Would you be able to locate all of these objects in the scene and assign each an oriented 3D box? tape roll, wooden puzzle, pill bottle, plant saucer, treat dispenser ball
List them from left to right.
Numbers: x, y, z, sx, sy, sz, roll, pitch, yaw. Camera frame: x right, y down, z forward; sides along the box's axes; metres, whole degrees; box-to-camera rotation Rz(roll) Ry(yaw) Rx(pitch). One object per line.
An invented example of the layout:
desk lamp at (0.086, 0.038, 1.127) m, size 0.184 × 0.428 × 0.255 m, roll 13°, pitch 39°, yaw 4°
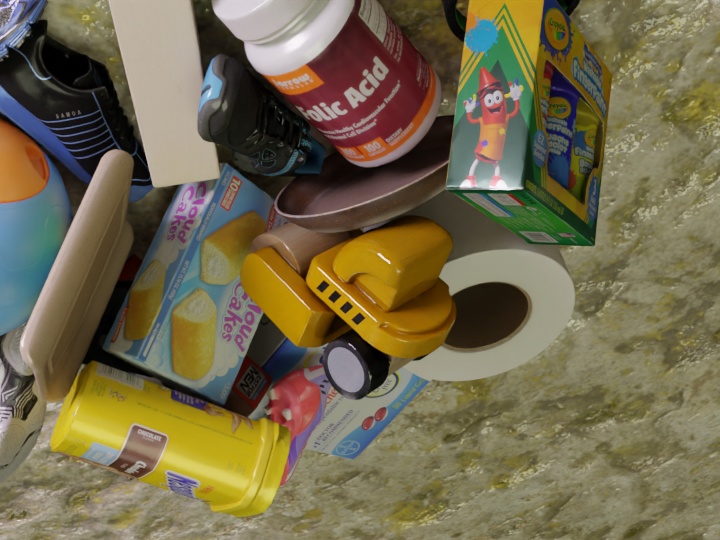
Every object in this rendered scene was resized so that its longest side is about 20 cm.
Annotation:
treat dispenser ball at (-0.347, -0.037, 0.897) m, size 0.198 × 0.203 × 0.202 m, roll -8°, pitch 138°, yaw -7°
wooden puzzle at (-0.242, 0.009, 0.899) m, size 0.037 × 0.187 × 0.200 m, roll 20°, pitch 161°, yaw -4°
pill bottle at (-0.026, -0.187, 0.890) m, size 0.113 × 0.115 × 0.200 m, roll -32°, pitch 135°, yaw 19°
plant saucer at (0.018, -0.084, 0.955) m, size 0.198 × 0.201 × 0.032 m, roll -20°, pitch 111°, yaw 6°
tape roll at (0.110, 0.000, 1.109) m, size 0.200 × 0.140 × 0.204 m, roll -8°, pitch 138°, yaw -7°

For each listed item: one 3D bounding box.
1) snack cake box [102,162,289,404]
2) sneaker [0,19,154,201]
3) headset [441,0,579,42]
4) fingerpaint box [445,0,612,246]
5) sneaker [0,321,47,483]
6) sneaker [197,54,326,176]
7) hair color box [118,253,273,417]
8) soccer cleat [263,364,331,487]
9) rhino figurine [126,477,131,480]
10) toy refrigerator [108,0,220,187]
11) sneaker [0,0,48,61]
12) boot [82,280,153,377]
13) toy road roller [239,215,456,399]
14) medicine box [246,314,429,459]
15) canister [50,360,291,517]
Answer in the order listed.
snack cake box at (-0.148, 0.012, 1.013) m, size 0.067 × 0.202 × 0.115 m, roll 6°, pitch 158°, yaw 47°
sneaker at (-0.236, -0.135, 0.921) m, size 0.077 × 0.071 × 0.200 m, roll -30°, pitch 139°, yaw 19°
headset at (0.137, -0.274, 0.893) m, size 0.122 × 0.095 × 0.201 m, roll -2°, pitch 152°, yaw -15°
fingerpaint box at (0.155, -0.125, 0.920) m, size 0.072 × 0.169 × 0.199 m, roll 3°, pitch 169°, yaw 30°
sneaker at (-0.363, 0.104, 1.020) m, size 0.114 × 0.075 × 0.202 m, roll 23°, pitch 105°, yaw 14°
sneaker at (-0.082, -0.129, 0.912) m, size 0.081 × 0.074 × 0.200 m, roll 15°, pitch 176°, yaw 12°
hair color box at (-0.203, 0.095, 1.109) m, size 0.200 × 0.064 × 0.111 m, roll 42°, pitch 120°, yaw -6°
soccer cleat at (-0.074, 0.174, 1.151) m, size 0.076 × 0.067 × 0.201 m, roll -25°, pitch 151°, yaw -30°
rhino figurine at (-0.273, 0.171, 1.243) m, size 0.087 × 0.060 × 0.201 m, roll -32°, pitch 138°, yaw -10°
toy refrigerator at (-0.168, -0.172, 0.896) m, size 0.069 × 0.077 × 0.201 m, roll -9°, pitch 138°, yaw -5°
sneaker at (-0.328, -0.198, 0.829) m, size 0.198 × 0.076 × 0.079 m, roll -25°, pitch 134°, yaw 10°
boot at (-0.290, 0.085, 1.066) m, size 0.197 × 0.066 × 0.167 m, roll 1°, pitch 116°, yaw 14°
toy road roller at (0.000, 0.000, 0.952) m, size 0.122 × 0.200 × 0.147 m, roll -26°, pitch 149°, yaw -43°
medicine box at (-0.046, 0.110, 1.211) m, size 0.198 × 0.104 × 0.183 m, roll 18°, pitch 129°, yaw -31°
canister at (-0.184, 0.162, 1.003) m, size 0.198 × 0.088 × 0.148 m, roll 23°, pitch 158°, yaw -16°
